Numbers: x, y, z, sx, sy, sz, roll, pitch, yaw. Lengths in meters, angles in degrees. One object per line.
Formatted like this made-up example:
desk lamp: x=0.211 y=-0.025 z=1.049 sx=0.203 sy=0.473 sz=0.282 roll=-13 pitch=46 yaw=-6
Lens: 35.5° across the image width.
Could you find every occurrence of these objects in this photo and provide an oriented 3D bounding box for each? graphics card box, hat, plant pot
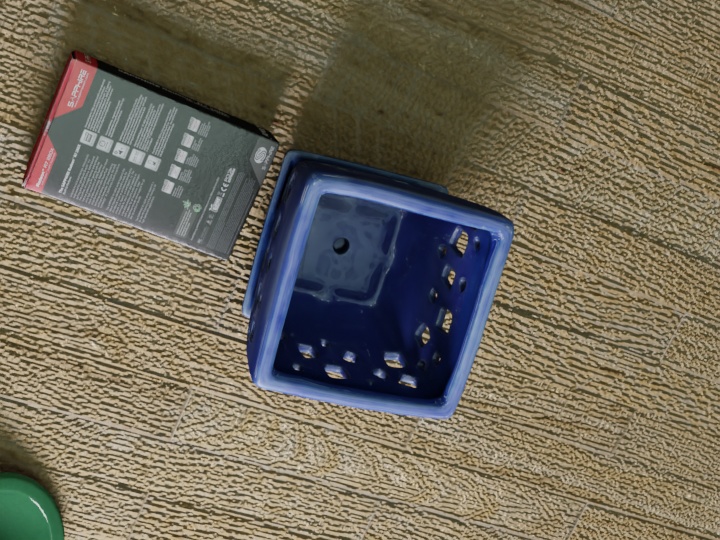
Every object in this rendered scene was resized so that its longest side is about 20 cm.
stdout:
graphics card box: x=-0.187 y=-0.101 z=1.014 sx=0.199 sy=0.051 sz=0.126 roll=20 pitch=103 yaw=-21
hat: x=-0.422 y=0.279 z=1.106 sx=0.200 sy=0.175 sz=0.166 roll=-38 pitch=121 yaw=-43
plant pot: x=0.000 y=0.000 z=1.036 sx=0.199 sy=0.180 sz=0.201 roll=12 pitch=106 yaw=-19
